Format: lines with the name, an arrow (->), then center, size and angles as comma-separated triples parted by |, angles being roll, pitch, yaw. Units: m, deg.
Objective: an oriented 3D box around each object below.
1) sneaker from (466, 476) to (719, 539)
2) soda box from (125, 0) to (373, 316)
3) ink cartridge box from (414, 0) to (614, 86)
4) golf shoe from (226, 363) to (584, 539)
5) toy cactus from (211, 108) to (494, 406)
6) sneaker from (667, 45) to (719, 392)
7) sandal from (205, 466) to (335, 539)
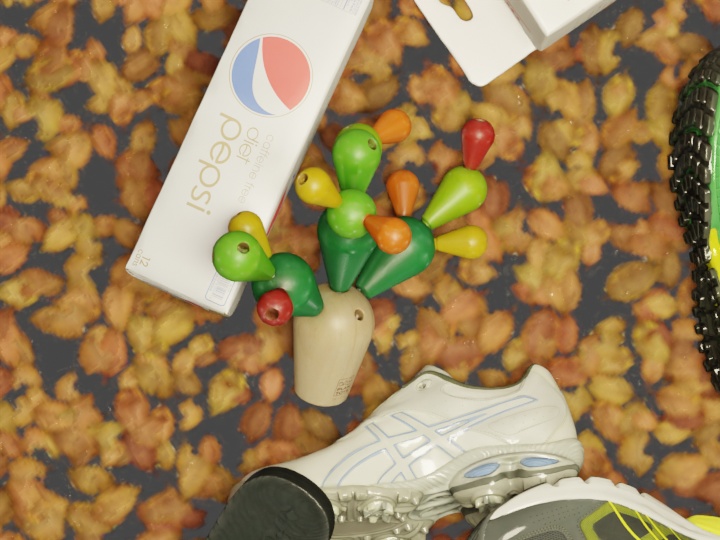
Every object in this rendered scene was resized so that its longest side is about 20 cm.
sneaker -> 0.152, 0.169, 1.314 | 0.200, 0.075, 0.085 | 10, 43, -20
soda box -> -0.060, -0.076, 1.362 | 0.064, 0.068, 0.200 | 25, 87, 0
ink cartridge box -> 0.118, -0.204, 1.370 | 0.200, 0.067, 0.116 | -35, 89, -2
golf shoe -> 0.024, 0.103, 1.368 | 0.200, 0.078, 0.097 | -6, 61, 1
toy cactus -> 0.000, 0.000, 1.337 | 0.102, 0.200, 0.165 | 26, 123, 26
sneaker -> 0.224, -0.030, 1.369 | 0.085, 0.078, 0.200 | -11, 97, -8
sandal -> -0.082, 0.195, 1.330 | 0.075, 0.048, 0.201 | 28, 113, 5
